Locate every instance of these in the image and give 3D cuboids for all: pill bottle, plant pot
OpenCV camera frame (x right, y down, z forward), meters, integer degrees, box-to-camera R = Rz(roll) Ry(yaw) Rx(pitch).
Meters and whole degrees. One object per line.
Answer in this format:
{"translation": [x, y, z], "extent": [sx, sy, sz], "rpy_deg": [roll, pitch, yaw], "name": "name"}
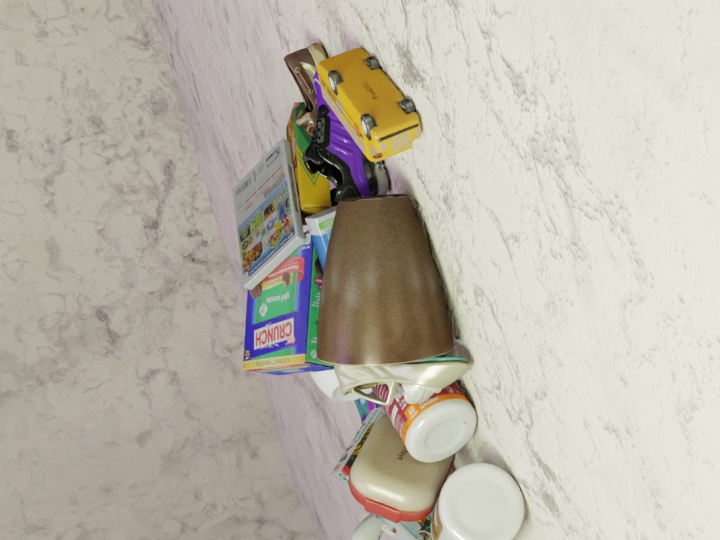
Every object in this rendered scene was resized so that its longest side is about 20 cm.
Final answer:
{"translation": [0.154, 0.347, 1.544], "extent": [0.201, 0.113, 0.116], "rpy_deg": [95, 152, -63], "name": "pill bottle"}
{"translation": [0.076, 0.165, 1.603], "extent": [0.201, 0.108, 0.111], "rpy_deg": [-123, 17, -44], "name": "pill bottle"}
{"translation": [0.025, 0.005, 1.478], "extent": [0.187, 0.183, 0.204], "rpy_deg": [-161, 66, -74], "name": "plant pot"}

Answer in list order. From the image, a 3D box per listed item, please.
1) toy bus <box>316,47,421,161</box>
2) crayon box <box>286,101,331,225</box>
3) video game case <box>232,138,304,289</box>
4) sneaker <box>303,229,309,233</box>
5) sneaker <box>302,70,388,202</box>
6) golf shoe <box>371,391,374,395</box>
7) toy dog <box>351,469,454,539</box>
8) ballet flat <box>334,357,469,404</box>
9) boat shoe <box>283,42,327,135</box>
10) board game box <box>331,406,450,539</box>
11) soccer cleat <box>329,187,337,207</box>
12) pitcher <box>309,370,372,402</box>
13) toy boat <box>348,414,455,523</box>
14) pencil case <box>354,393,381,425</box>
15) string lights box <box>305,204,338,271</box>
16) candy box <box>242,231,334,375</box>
{"translation": [0.010, -0.204, 1.405], "extent": [0.201, 0.064, 0.079], "rpy_deg": [-123, 17, -44], "name": "toy bus"}
{"translation": [-0.082, -0.152, 1.792], "extent": [0.127, 0.050, 0.204], "rpy_deg": [132, 134, -76], "name": "crayon box"}
{"translation": [-0.148, -0.090, 1.780], "extent": [0.143, 0.018, 0.203], "rpy_deg": [-39, 46, 34], "name": "video game case"}
{"translation": [-0.047, -0.022, 1.978], "extent": [0.100, 0.075, 0.200], "rpy_deg": [54, 173, -18], "name": "sneaker"}
{"translation": [-0.040, -0.185, 1.567], "extent": [0.070, 0.098, 0.203], "rpy_deg": [119, 129, -71], "name": "sneaker"}
{"translation": [0.072, 0.225, 1.795], "extent": [0.200, 0.077, 0.096], "rpy_deg": [-134, 26, -64], "name": "golf shoe"}
{"translation": [0.088, 0.392, 1.807], "extent": [0.097, 0.200, 0.132], "rpy_deg": [49, -170, 8], "name": "toy dog"}
{"translation": [0.054, 0.147, 1.507], "extent": [0.197, 0.070, 0.071], "rpy_deg": [0, 118, 31], "name": "ballet flat"}
{"translation": [-0.062, -0.228, 1.663], "extent": [0.072, 0.071, 0.203], "rpy_deg": [-149, 40, -70], "name": "boat shoe"}
{"translation": [0.061, 0.322, 1.707], "extent": [0.200, 0.127, 0.034], "rpy_deg": [45, 145, -12], "name": "board game box"}
{"translation": [-0.021, -0.031, 1.775], "extent": [0.068, 0.080, 0.203], "rpy_deg": [133, 116, -76], "name": "soccer cleat"}
{"translation": [-0.020, 0.107, 1.832], "extent": [0.121, 0.170, 0.202], "rpy_deg": [-43, 52, 34], "name": "pitcher"}
{"translation": [0.058, 0.301, 1.624], "extent": [0.200, 0.128, 0.133], "rpy_deg": [-53, -22, -55], "name": "toy boat"}
{"translation": [0.004, 0.166, 1.970], "extent": [0.203, 0.084, 0.092], "rpy_deg": [68, -164, 3], "name": "pencil case"}
{"translation": [0.000, 0.000, 1.682], "extent": [0.059, 0.101, 0.203], "rpy_deg": [9, 120, 70], "name": "string lights box"}
{"translation": [-0.105, 0.055, 1.752], "extent": [0.168, 0.076, 0.204], "rpy_deg": [-11, 73, 48], "name": "candy box"}
